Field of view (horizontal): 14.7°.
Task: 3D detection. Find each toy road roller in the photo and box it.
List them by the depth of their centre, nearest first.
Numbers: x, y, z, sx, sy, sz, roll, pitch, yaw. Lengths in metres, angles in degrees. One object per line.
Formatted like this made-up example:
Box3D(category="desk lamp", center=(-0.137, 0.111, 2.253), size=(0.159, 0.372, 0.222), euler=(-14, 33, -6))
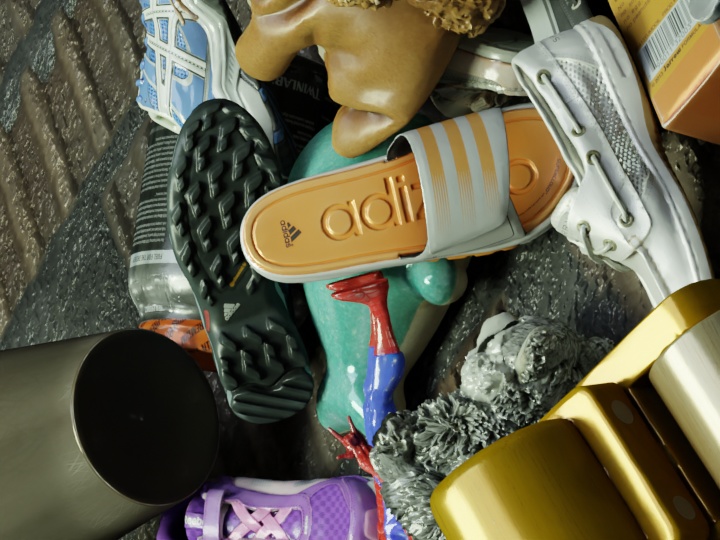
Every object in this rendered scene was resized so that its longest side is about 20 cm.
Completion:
Box3D(category="toy road roller", center=(0.128, 0.107, 1.379), size=(0.200, 0.146, 0.123), euler=(-47, 65, 33))

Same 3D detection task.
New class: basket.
Box3D(category="basket", center=(-0.191, 0.114, 1.782), size=(0.200, 0.136, 0.181), euler=(-23, 52, 47))

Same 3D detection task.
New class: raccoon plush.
Box3D(category="raccoon plush", center=(0.098, 0.121, 1.538), size=(0.134, 0.097, 0.201), euler=(-30, 82, 33))

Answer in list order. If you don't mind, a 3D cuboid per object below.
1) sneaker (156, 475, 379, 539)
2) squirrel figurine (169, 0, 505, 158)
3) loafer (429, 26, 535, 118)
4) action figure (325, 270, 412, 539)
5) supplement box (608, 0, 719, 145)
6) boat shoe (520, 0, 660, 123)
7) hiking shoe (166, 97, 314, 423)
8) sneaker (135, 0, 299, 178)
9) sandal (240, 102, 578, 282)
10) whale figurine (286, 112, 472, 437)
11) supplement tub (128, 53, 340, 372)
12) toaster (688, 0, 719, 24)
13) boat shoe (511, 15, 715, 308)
Box3D(category="sneaker", center=(-0.059, 0.161, 1.728), size=(0.200, 0.088, 0.081), euler=(-7, 70, 55))
Box3D(category="squirrel figurine", center=(-0.020, -0.183, 1.571), size=(0.200, 0.186, 0.142), euler=(-23, 42, 55))
Box3D(category="loafer", center=(0.061, -0.119, 1.679), size=(0.200, 0.071, 0.063), euler=(-148, 65, -64))
Box3D(category="action figure", center=(0.014, 0.105, 1.624), size=(0.065, 0.051, 0.201), euler=(-150, 46, -79))
Box3D(category="supplement box", center=(0.175, -0.160, 1.511), size=(0.069, 0.066, 0.201), euler=(-51, 39, 36))
Box3D(category="boat shoe", center=(0.131, -0.150, 1.582), size=(0.066, 0.070, 0.201), euler=(-29, 47, 24))
Box3D(category="hiking shoe", center=(-0.080, -0.009, 1.690), size=(0.087, 0.074, 0.201), euler=(-128, 29, -71))
Box3D(category="sneaker", center=(-0.110, -0.135, 1.735), size=(0.077, 0.076, 0.201), euler=(-26, 70, 5))
Box3D(category="sandal", center=(0.029, -0.039, 1.594), size=(0.059, 0.206, 0.080), euler=(44, -151, -81))
Box3D(category="whale figurine", center=(0.000, 0.000, 1.684), size=(0.159, 0.103, 0.201), euler=(11, 89, 58))
Box3D(category="supplement tub", center=(-0.083, -0.039, 1.811), size=(0.122, 0.122, 0.201), euler=(-7, 71, 56))
Box3D(category="toaster", center=(0.254, -0.175, 1.322), size=(0.201, 0.118, 0.181), euler=(-56, 35, 11))
Box3D(category="boat shoe", center=(0.134, -0.033, 1.473), size=(0.071, 0.069, 0.201), euler=(87, 164, -71))
